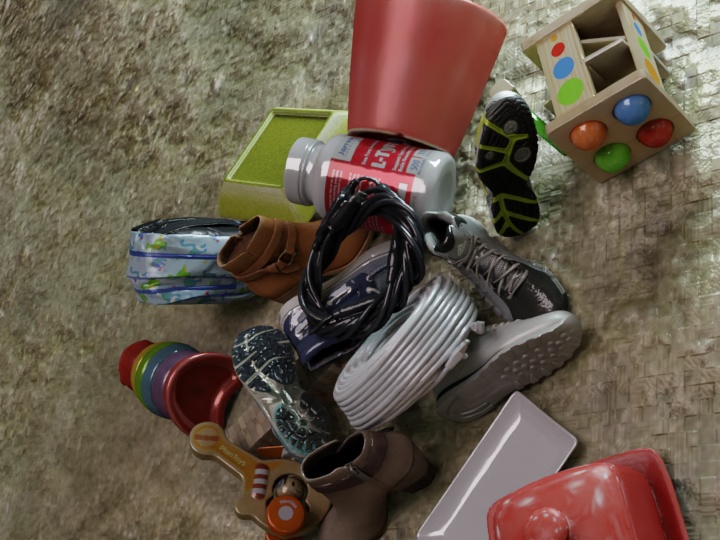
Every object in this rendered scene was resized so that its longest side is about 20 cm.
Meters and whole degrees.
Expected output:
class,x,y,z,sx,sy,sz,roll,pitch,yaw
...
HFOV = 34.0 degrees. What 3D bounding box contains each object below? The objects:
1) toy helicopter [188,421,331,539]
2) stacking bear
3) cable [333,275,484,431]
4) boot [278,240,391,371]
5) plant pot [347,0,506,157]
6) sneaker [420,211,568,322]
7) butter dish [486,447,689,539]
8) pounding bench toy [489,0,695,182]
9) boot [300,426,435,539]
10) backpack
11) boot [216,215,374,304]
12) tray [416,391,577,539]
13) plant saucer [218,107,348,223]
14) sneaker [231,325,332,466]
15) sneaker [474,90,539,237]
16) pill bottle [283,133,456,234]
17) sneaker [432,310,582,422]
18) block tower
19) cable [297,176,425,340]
class,x,y,z,sx,sy,sz,roll,pitch,yaw
toy helicopter,-0.121,0.242,1.439,0.199,0.079,0.132,31,59,15
stacking bear,-0.273,0.151,1.658,0.199,0.113,0.123,13,77,51
cable,0.049,0.094,1.332,0.200,0.069,0.200,-46,6,8
boot,0.000,0.045,1.454,0.199,0.073,0.091,-32,52,2
plant pot,0.070,-0.242,1.489,0.199,0.199,0.179,9,82,46
sneaker,0.136,-0.004,1.319,0.200,0.115,0.075,39,101,35
butter dish,0.198,0.262,1.098,0.198,0.148,0.202,-24,52,20
pounding bench toy,0.247,-0.182,1.322,0.199,0.124,0.157,-29,51,29
boot,-0.015,0.244,1.324,0.200,0.146,0.071,-41,47,20
backpack,-0.227,-0.015,1.630,0.162,0.199,0.155,15,88,46
boot,-0.080,-0.043,1.536,0.200,0.154,0.074,-50,43,11
tray,0.148,0.239,1.264,0.201,0.022,0.107,-56,43,5
plant saucer,-0.105,-0.161,1.670,0.199,0.048,0.201,10,61,46
sneaker,-0.100,0.157,1.429,0.077,0.087,0.201,-20,55,-16
sneaker,0.158,-0.127,1.333,0.075,0.201,0.077,-14,48,-5
pill bottle,0.011,-0.108,1.465,0.198,0.112,0.113,12,75,18
sneaker,0.155,0.089,1.302,0.199,0.076,0.081,-33,41,28
block tower,-0.087,0.171,1.503,0.200,0.054,0.058,-46,43,14
cable,0.000,0.000,1.380,0.163,0.051,0.201,42,107,36
